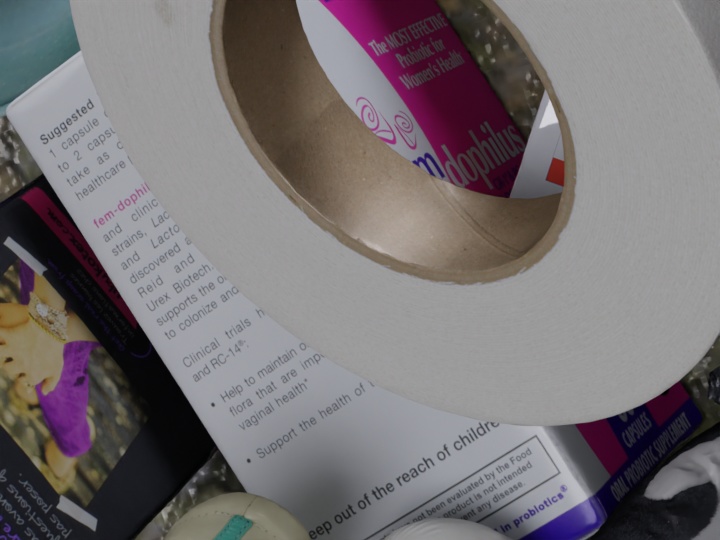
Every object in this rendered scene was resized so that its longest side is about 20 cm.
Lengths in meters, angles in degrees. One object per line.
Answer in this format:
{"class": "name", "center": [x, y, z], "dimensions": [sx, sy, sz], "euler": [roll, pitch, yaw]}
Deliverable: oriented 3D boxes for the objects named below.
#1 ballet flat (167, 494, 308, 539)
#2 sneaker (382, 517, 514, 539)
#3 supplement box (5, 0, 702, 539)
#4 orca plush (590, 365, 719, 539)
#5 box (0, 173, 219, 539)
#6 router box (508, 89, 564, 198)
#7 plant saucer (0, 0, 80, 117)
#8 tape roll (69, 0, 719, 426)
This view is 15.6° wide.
{"class": "ballet flat", "center": [-0.045, 0.121, 0.780], "dimensions": [0.069, 0.069, 0.200], "euler": [38, 154, 11]}
{"class": "sneaker", "center": [0.022, 0.170, 0.757], "dimensions": [0.075, 0.089, 0.201], "euler": [8, 119, 8]}
{"class": "supplement box", "center": [0.000, 0.000, 0.805], "dimensions": [0.103, 0.101, 0.200], "euler": [-35, 89, 28]}
{"class": "orca plush", "center": [0.100, 0.096, 0.750], "dimensions": [0.105, 0.200, 0.071], "euler": [48, 147, -8]}
{"class": "box", "center": [-0.128, 0.055, 0.818], "dimensions": [0.122, 0.200, 0.106], "euler": [-32, 96, 29]}
{"class": "router box", "center": [0.156, -0.058, 0.723], "dimensions": [0.199, 0.049, 0.180], "euler": [20, 112, 6]}
{"class": "plant saucer", "center": [-0.135, -0.145, 0.850], "dimensions": [0.199, 0.036, 0.201], "euler": [2, 94, 25]}
{"class": "tape roll", "center": [0.014, -0.050, 0.661], "dimensions": [0.202, 0.037, 0.204], "euler": [24, 139, 23]}
